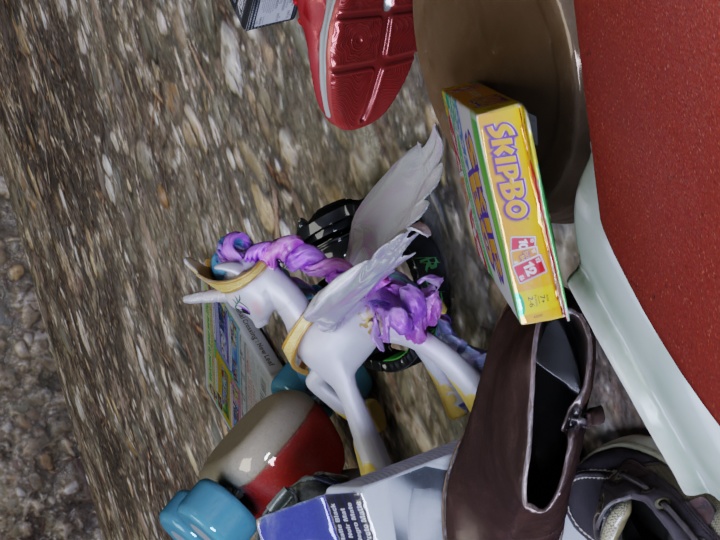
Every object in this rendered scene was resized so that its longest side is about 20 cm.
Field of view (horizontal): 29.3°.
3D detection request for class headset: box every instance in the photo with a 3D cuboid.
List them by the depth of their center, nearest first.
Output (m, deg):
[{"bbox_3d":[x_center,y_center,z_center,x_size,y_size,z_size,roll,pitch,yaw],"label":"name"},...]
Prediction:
[{"bbox_3d":[0.000,0.000,1.016,0.199,0.094,0.125,15,117,48],"label":"headset"}]

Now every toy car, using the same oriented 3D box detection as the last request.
[{"bbox_3d":[-0.030,0.198,1.143,0.200,0.185,0.177,43,158,-4],"label":"toy car"}]

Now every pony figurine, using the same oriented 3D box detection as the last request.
[{"bbox_3d":[0.005,0.026,0.872,0.193,0.167,0.200,-36,102,27],"label":"pony figurine"}]

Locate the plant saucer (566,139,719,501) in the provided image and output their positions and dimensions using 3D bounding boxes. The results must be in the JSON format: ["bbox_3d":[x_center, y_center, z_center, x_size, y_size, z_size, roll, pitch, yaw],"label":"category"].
[{"bbox_3d":[0.134,0.038,0.586,0.201,0.050,0.200,59,-173,-12],"label":"plant saucer"}]

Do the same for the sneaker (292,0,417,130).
[{"bbox_3d":[-0.023,-0.196,0.854,0.115,0.078,0.202,27,119,43],"label":"sneaker"}]

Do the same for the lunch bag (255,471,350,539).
[{"bbox_3d":[0.015,0.245,0.971,0.168,0.139,0.200,41,167,35],"label":"lunch bag"}]

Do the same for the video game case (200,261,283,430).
[{"bbox_3d":[-0.121,0.117,1.441,0.182,0.022,0.201,54,153,38],"label":"video game case"}]

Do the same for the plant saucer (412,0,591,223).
[{"bbox_3d":[0.081,-0.119,0.751,0.200,0.029,0.201,49,149,44],"label":"plant saucer"}]

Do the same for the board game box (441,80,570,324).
[{"bbox_3d":[0.068,-0.039,0.673,0.200,0.030,0.096,-111,7,-79],"label":"board game box"}]

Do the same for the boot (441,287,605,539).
[{"bbox_3d":[0.080,0.107,0.714,0.166,0.072,0.202,-28,-53,-84],"label":"boot"}]

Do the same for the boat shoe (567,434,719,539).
[{"bbox_3d":[0.153,0.135,0.719,0.200,0.064,0.072,6,115,68],"label":"boat shoe"}]

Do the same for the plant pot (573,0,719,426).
[{"bbox_3d":[0.159,-0.067,0.389,0.176,0.198,0.202,-141,38,-66],"label":"plant pot"}]

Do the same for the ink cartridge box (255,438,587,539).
[{"bbox_3d":[0.060,0.207,0.819,0.041,0.199,0.201,166,86,-72],"label":"ink cartridge box"}]

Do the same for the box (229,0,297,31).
[{"bbox_3d":[-0.079,-0.296,0.983,0.161,0.044,0.200,65,157,20],"label":"box"}]
